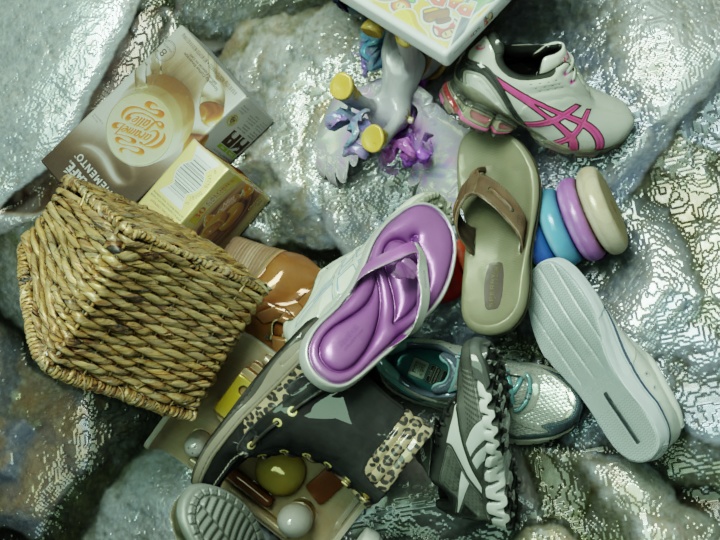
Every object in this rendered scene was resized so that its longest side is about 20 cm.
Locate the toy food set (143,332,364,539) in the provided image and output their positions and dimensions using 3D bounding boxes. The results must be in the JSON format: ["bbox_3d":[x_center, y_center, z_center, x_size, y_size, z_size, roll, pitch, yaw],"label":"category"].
[{"bbox_3d":[-0.083,0.168,1.344,0.200,0.060,0.144,37,101,3],"label":"toy food set"}]

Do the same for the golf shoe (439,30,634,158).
[{"bbox_3d":[0.175,-0.158,1.304,0.092,0.200,0.073,-55,39,37],"label":"golf shoe"}]

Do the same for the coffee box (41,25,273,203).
[{"bbox_3d":[-0.205,-0.131,1.470,0.200,0.080,0.114,-44,69,4],"label":"coffee box"}]

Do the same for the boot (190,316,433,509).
[{"bbox_3d":[-0.045,0.155,1.274,0.151,0.073,0.200,38,109,0],"label":"boot"}]

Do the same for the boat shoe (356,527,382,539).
[{"bbox_3d":[-0.009,0.336,1.317,0.068,0.072,0.200,22,78,-1],"label":"boat shoe"}]

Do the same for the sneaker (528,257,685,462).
[{"bbox_3d":[0.218,0.078,1.298,0.073,0.071,0.200,-35,78,35],"label":"sneaker"}]

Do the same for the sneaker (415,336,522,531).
[{"bbox_3d":[0.088,0.146,1.272,0.090,0.200,0.066,0,34,15],"label":"sneaker"}]

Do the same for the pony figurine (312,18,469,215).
[{"bbox_3d":[0.033,-0.153,1.361,0.166,0.200,0.193,20,100,15],"label":"pony figurine"}]

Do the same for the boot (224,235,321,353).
[{"bbox_3d":[-0.091,0.079,1.401,0.155,0.077,0.200,24,79,16],"label":"boot"}]

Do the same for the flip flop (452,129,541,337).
[{"bbox_3d":[0.113,-0.040,1.289,0.081,0.058,0.200,-9,65,30],"label":"flip flop"}]

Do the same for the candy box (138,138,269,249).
[{"bbox_3d":[-0.188,-0.024,1.422,0.055,0.115,0.200,42,92,22],"label":"candy box"}]

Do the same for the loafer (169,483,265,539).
[{"bbox_3d":[-0.118,0.271,1.311,0.070,0.200,0.075,-9,36,36],"label":"loafer"}]

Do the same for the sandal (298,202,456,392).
[{"bbox_3d":[0.026,0.022,1.233,0.082,0.050,0.203,38,64,-7],"label":"sandal"}]

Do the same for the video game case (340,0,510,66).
[{"bbox_3d":[0.058,-0.290,1.269,0.200,0.023,0.182,36,74,25],"label":"video game case"}]

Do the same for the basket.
[{"bbox_3d":[-0.209,0.022,1.278,0.143,0.200,0.149,35,97,40],"label":"basket"}]

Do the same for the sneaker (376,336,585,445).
[{"bbox_3d":[0.103,0.108,1.318,0.200,0.086,0.078,11,82,19],"label":"sneaker"}]

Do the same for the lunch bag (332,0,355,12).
[{"bbox_3d":[0.048,-0.307,1.388,0.200,0.161,0.083,1,78,16],"label":"lunch bag"}]

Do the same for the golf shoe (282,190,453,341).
[{"bbox_3d":[0.000,0.000,1.331,0.200,0.078,0.097,-51,43,-8],"label":"golf shoe"}]

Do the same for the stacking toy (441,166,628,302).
[{"bbox_3d":[0.142,-0.020,1.344,0.200,0.085,0.085,-24,72,17],"label":"stacking toy"}]
